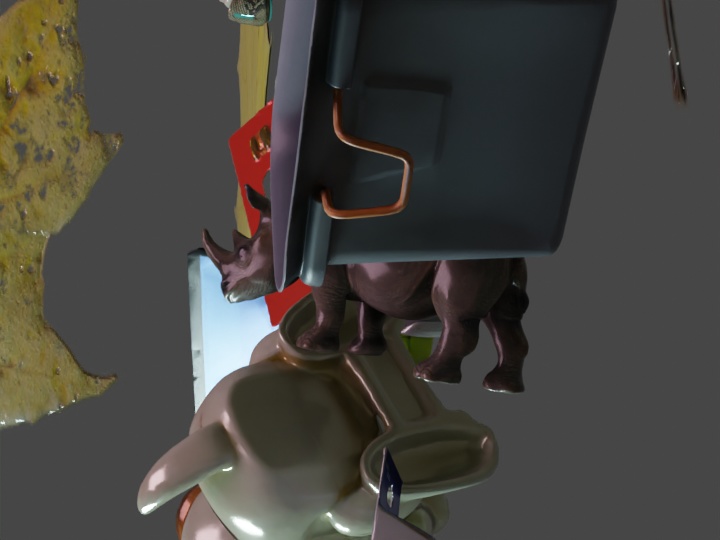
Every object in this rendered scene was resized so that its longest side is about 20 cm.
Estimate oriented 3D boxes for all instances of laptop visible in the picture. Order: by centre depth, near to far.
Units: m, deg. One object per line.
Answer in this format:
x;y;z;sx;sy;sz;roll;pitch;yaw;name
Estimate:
-0.036;0.104;1.404;0.200;0.103;0.178;-114;19;-47;laptop

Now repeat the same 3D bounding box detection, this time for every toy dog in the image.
-0.035;0.132;1.218;0.140;0.194;0.200;49;146;20;toy dog

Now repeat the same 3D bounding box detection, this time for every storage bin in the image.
0.035;-0.085;0.988;0.146;0.134;0.200;-95;10;-48;storage bin

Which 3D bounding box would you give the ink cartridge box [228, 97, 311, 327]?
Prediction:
-0.010;-0.090;1.221;0.200;0.047;0.160;-41;42;26;ink cartridge box

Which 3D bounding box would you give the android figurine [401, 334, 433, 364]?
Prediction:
0.023;-0.013;1.446;0.182;0.041;0.201;107;166;-64;android figurine

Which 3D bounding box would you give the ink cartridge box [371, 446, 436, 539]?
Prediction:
0.015;0.190;1.035;0.099;0.039;0.201;65;-147;-75;ink cartridge box

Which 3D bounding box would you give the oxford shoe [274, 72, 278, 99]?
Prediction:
-0.015;-0.084;1.743;0.075;0.058;0.200;111;147;-49;oxford shoe

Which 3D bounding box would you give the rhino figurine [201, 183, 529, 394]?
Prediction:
0.000;0.000;1.132;0.060;0.199;0.088;5;-82;-58;rhino figurine

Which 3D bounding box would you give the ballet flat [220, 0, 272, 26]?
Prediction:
-0.156;-0.387;2.894;0.200;0.075;0.068;-96;10;-52;ballet flat

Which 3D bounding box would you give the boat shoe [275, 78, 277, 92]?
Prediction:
0.012;-0.154;1.136;0.200;0.065;0.072;-44;43;31;boat shoe

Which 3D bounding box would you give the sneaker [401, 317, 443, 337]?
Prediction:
0.023;-0.045;1.287;0.077;0.078;0.200;111;155;-44;sneaker
